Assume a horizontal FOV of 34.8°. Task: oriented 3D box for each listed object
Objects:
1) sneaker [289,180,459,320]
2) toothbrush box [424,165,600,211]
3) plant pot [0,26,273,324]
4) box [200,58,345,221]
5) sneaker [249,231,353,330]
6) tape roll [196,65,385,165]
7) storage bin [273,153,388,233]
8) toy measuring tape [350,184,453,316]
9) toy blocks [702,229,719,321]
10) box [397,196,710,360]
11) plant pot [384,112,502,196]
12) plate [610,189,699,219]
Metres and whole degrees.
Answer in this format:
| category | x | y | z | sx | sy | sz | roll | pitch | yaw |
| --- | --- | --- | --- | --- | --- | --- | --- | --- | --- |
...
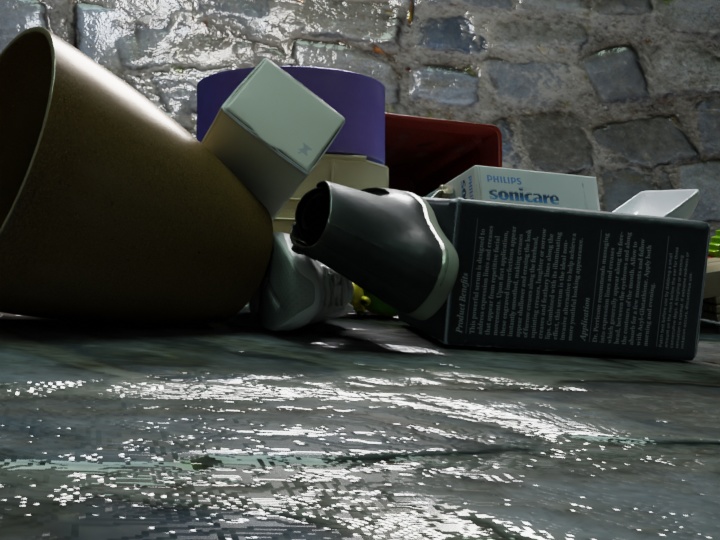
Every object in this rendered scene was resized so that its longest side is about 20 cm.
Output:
| category | x | y | z | sx | sy | sz | roll | pitch | yaw |
| --- | --- | --- | --- | --- | --- | --- | --- | --- | --- |
| sneaker | -0.004 | -0.038 | 0.839 | 0.106 | 0.075 | 0.200 | 29 | 6 | -21 |
| toothbrush box | 0.130 | -0.033 | 1.173 | 0.146 | 0.085 | 0.200 | 3 | -17 | -27 |
| plant pot | -0.165 | -0.040 | 0.786 | 0.200 | 0.187 | 0.186 | 22 | -7 | -34 |
| box | -0.095 | -0.070 | 0.901 | 0.082 | 0.068 | 0.200 | 38 | -37 | -7 |
| sneaker | -0.040 | 0.008 | 0.877 | 0.080 | 0.071 | 0.200 | 7 | 3 | -8 |
| tape roll | -0.073 | -0.152 | 1.214 | 0.200 | 0.085 | 0.200 | -1 | -3 | 0 |
| storage bin | -0.095 | -0.064 | 1.210 | 0.198 | 0.094 | 0.200 | 2 | -4 | -20 |
| toy measuring tape | 0.046 | -0.012 | 1.031 | 0.073 | 0.074 | 0.200 | 7 | 31 | 35 |
| toy blocks | 0.329 | 0.017 | 1.182 | 0.137 | 0.100 | 0.200 | -8 | 7 | -15 |
| box | 0.145 | 0.003 | 0.900 | 0.200 | 0.107 | 0.148 | 5 | 4 | -11 |
| plant pot | 0.045 | -0.070 | 1.407 | 0.200 | 0.200 | 0.176 | 3 | -8 | -22 |
| plate | 0.252 | -0.015 | 1.205 | 0.200 | 0.032 | 0.200 | -36 | 5 | 0 |
